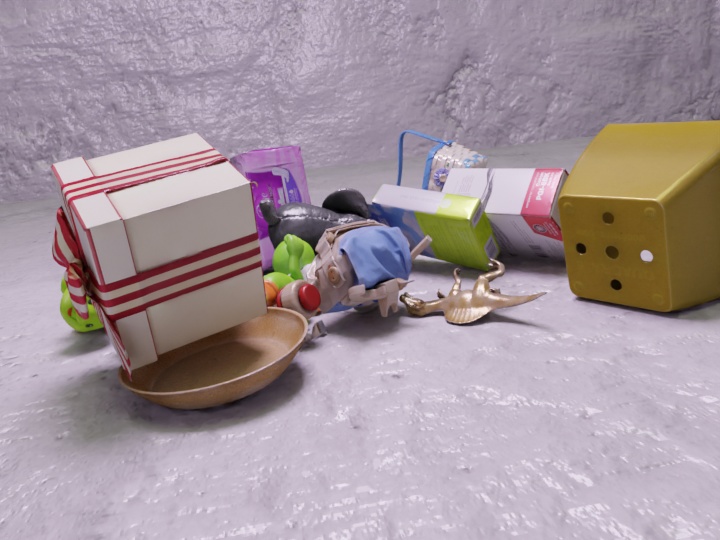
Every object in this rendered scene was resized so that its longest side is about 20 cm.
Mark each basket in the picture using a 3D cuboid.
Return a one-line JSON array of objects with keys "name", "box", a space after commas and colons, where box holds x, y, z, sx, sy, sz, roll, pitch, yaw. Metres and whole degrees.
[{"name": "basket", "box": [0.164, -0.201, 1.461, 0.198, 0.179, 0.138, 18, 29, 33]}]

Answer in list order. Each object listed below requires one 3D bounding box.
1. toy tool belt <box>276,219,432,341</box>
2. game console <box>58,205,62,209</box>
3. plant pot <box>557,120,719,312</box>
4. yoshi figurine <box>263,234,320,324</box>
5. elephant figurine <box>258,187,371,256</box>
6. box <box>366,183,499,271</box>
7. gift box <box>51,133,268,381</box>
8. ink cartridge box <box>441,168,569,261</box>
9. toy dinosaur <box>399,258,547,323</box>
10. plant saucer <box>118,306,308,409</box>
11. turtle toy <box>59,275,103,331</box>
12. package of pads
[{"name": "toy tool belt", "box": [0.000, 0.000, 0.822, 0.122, 0.127, 0.199, -23, 2, 38]}, {"name": "game console", "box": [-0.529, -0.109, 1.492, 0.196, 0.119, 0.176, -6, 15, -3]}, {"name": "plant pot", "box": [0.354, -0.058, 0.834, 0.175, 0.203, 0.198, -29, 25, -34]}, {"name": "yoshi figurine", "box": [-0.108, 0.012, 0.892, 0.111, 0.114, 0.199, -5, 10, 28]}, {"name": "elephant figurine", "box": [-0.031, -0.055, 1.037, 0.196, 0.144, 0.155, -7, 8, 12]}, {"name": "box", "box": [0.106, -0.069, 1.045, 0.198, 0.122, 0.048, 15, 62, 36]}, {"name": "gift box", "box": [-0.212, -0.010, 0.707, 0.184, 0.203, 0.184, -19, 32, -25]}, {"name": "ink cartridge box", "box": [0.238, -0.087, 1.045, 0.198, 0.084, 0.146, 8, -20, 41]}, {"name": "toy dinosaur", "box": [0.149, 0.035, 0.838, 0.197, 0.059, 0.101, -6, 27, 34]}, {"name": "plant saucer", "box": [-0.148, 0.093, 0.706, 0.196, 0.036, 0.201, -10, 18, 3]}, {"name": "turtle toy", "box": [-0.332, 0.020, 0.919, 0.100, 0.148, 0.200, 22, 23, 16]}, {"name": "package of pads", "box": [-0.145, -0.103, 1.152, 0.119, 0.204, 0.075, -12, 3, -27]}]
